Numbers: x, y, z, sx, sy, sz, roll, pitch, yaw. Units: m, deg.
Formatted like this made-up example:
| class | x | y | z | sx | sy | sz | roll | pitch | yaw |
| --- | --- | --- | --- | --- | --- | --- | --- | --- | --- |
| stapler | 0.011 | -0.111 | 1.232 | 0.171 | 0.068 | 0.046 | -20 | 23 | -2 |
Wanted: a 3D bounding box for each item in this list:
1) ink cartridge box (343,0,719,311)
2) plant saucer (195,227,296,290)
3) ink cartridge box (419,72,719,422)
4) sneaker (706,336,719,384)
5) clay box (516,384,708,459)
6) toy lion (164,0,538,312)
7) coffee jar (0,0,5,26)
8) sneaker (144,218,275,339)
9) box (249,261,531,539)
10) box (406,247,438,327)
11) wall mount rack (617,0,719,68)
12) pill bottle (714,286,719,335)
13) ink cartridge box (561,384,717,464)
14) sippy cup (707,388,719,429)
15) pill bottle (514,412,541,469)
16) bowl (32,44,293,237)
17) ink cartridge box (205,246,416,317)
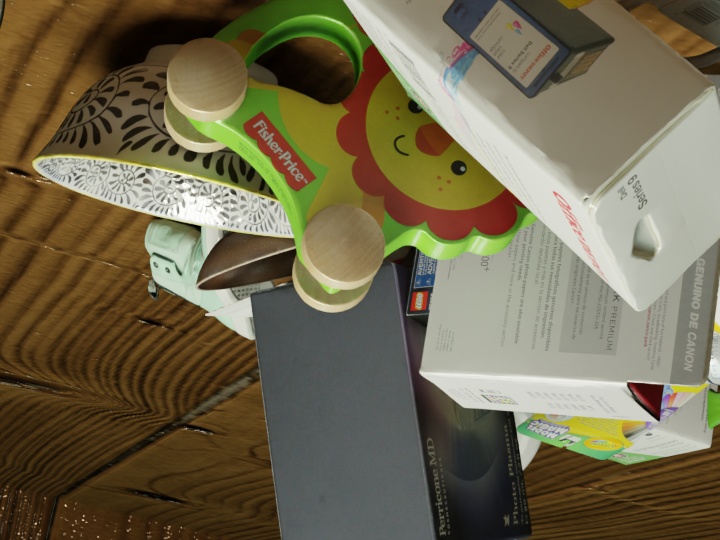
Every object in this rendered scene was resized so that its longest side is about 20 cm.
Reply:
| class | x | y | z | sx | sy | sz | roll | pitch | yaw |
| --- | --- | --- | --- | --- | --- | --- | --- | --- | --- |
| ink cartridge box | 0.092 | -0.090 | 0.807 | 0.200 | 0.087 | 0.145 | 48 | -179 | 30 |
| plant saucer | -0.032 | -0.025 | 1.211 | 0.199 | 0.032 | 0.200 | -15 | 174 | -2 |
| ink cartridge box | 0.144 | -0.015 | 0.974 | 0.175 | 0.201 | 0.084 | 3 | 162 | 26 |
| sneaker | 0.279 | 0.041 | 1.202 | 0.071 | 0.073 | 0.200 | 1 | -174 | 33 |
| clay box | 0.224 | 0.078 | 1.316 | 0.115 | 0.048 | 0.200 | 21 | 131 | -32 |
| toy lion | 0.012 | -0.084 | 0.933 | 0.200 | 0.191 | 0.069 | 50 | 162 | 9 |
| coffee jar | -0.307 | -0.150 | 1.014 | 0.104 | 0.086 | 0.200 | 18 | 160 | -30 |
| sneaker | -0.139 | -0.019 | 1.335 | 0.118 | 0.074 | 0.201 | 25 | 153 | 16 |
| box | 0.028 | 0.109 | 1.159 | 0.123 | 0.201 | 0.198 | -13 | 170 | 24 |
| box | 0.113 | 0.000 | 1.145 | 0.040 | 0.137 | 0.200 | -4 | 156 | 38 |
| wall mount rack | 0.217 | -0.148 | 0.759 | 0.173 | 0.075 | 0.200 | 24 | 158 | -25 |
| pill bottle | 0.225 | -0.010 | 1.093 | 0.199 | 0.112 | 0.111 | -6 | 156 | 39 |
| ink cartridge box | 0.212 | 0.113 | 1.505 | 0.199 | 0.085 | 0.146 | 17 | 160 | -21 |
| sippy cup | 0.396 | 0.119 | 1.373 | 0.178 | 0.140 | 0.130 | 36 | 172 | 1 |
| pill bottle | 0.071 | 0.105 | 1.432 | 0.111 | 0.111 | 0.200 | 24 | -169 | -36 |
| bowl | -0.106 | -0.090 | 1.044 | 0.200 | 0.095 | 0.201 | 11 | 173 | 1 |
| ink cartridge box | 0.000 | 0.000 | 1.246 | 0.199 | 0.050 | 0.162 | 4 | 165 | -37 |
